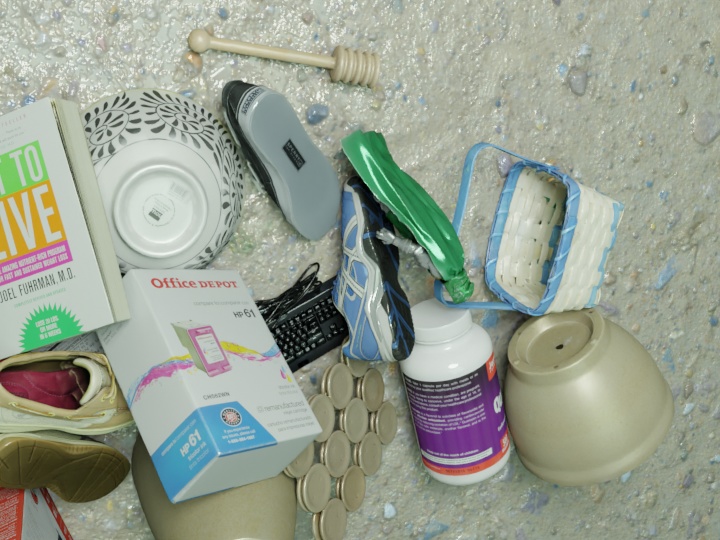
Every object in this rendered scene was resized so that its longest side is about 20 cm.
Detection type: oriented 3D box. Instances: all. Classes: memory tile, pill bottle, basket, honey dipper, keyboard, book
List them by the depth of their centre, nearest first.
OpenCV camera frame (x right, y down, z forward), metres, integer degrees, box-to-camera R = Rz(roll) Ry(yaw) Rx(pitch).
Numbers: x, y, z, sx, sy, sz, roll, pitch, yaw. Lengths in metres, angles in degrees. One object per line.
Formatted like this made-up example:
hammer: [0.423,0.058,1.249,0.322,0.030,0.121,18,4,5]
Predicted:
book: [-0.296,-0.035,0.783,0.131,0.048,0.205,-17,89,13]
honey dipper: [-0.075,-0.217,0.873,0.195,0.038,0.039,5,105,-21]
keyboard: [-0.078,0.070,0.960,0.197,0.040,0.106,-31,115,-11]
memory tile: [-0.020,0.185,0.962,0.201,0.016,0.156,-55,131,-45]
basket: [0.183,-0.035,0.969,0.196,0.139,0.180,10,102,-31]
pill bottle: [0.108,0.139,1.012,0.110,0.112,0.204,-19,113,-14]

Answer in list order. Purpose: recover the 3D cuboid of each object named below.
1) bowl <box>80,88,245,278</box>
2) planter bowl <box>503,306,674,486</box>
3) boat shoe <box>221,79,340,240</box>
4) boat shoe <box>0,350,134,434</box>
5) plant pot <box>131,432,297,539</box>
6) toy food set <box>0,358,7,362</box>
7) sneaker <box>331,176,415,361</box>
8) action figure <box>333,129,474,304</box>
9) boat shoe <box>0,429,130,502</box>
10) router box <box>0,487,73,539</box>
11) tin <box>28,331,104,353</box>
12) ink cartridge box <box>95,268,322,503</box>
bowl: [-0.198,-0.067,0.842,0.196,0.094,0.206,-7,110,-19]
planter bowl: [0.248,0.127,1.012,0.198,0.200,0.136,-34,115,-7]
boat shoe: [-0.084,-0.111,0.885,0.074,0.068,0.200,-51,141,-12]
boat shoe: [-0.263,0.112,0.814,0.197,0.066,0.076,-1,65,-47]
plant pot: [-0.139,0.251,0.895,0.183,0.200,0.192,-7,115,-15]
toy food set: [-0.415,0.106,0.818,0.197,0.049,0.200,39,104,-23]
sneaker: [0.000,0.000,0.930,0.075,0.076,0.205,8,71,-61]
action figure: [0.052,-0.052,0.894,0.054,0.118,0.202,-39,85,29]
boat shoe: [-0.305,0.182,0.868,0.073,0.065,0.200,-47,151,-4]
router box: [-0.317,0.315,0.868,0.048,0.179,0.204,-22,114,-11]
tin: [-0.317,0.042,0.863,0.111,0.042,0.201,-37,116,-2]
ink cartridge box: [-0.148,0.100,0.829,0.085,0.202,0.143,-45,154,27]
